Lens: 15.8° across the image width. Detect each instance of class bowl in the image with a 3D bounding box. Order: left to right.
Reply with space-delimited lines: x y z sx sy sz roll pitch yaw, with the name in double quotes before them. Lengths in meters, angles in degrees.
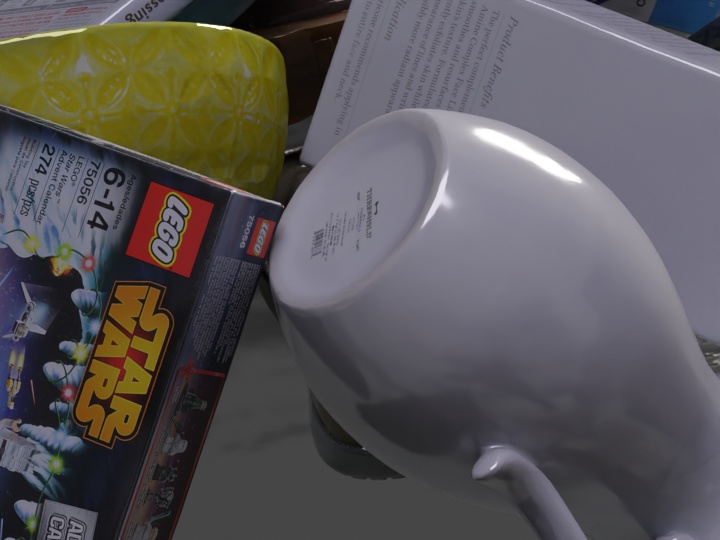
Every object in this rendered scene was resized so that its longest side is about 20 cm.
"bowl" -0.116 -0.014 1.021 0.200 0.200 0.108 -10 79 -13

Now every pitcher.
"pitcher" 0.064 0.050 0.883 0.121 0.200 0.172 -34 35 26

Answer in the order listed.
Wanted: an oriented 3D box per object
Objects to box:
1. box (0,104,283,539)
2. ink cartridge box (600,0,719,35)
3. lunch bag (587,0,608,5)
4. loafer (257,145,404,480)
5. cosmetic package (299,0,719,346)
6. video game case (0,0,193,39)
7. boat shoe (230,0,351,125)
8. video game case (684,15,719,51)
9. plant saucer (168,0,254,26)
"box" -0.121 0.049 0.887 0.137 0.200 0.040 19 2 27
"ink cartridge box" 0.102 -0.208 1.224 0.200 0.145 0.084 13 27 -14
"lunch bag" 0.141 -0.177 1.112 0.200 0.160 0.076 -18 73 4
"loafer" 0.000 0.000 1.049 0.075 0.070 0.200 -8 36 -10
"cosmetic package" 0.085 -0.054 1.030 0.200 0.102 0.074 25 15 23
"video game case" -0.130 -0.124 1.170 0.182 0.022 0.200 -43 24 -26
"boat shoe" 0.001 -0.111 1.208 0.200 0.070 0.070 -5 36 -6
"video game case" 0.194 -0.083 1.096 0.200 0.022 0.182 -36 24 26
"plant saucer" -0.113 -0.117 1.195 0.200 0.027 0.200 -25 23 12
